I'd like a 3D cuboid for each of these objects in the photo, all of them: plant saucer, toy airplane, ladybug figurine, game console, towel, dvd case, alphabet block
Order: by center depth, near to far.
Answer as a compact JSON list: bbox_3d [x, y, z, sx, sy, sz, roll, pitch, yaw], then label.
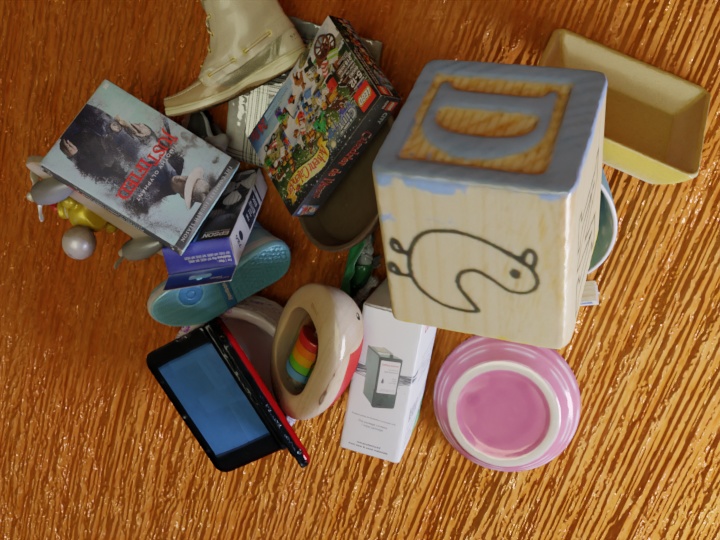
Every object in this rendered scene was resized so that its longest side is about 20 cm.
[{"bbox_3d":[0.136,-0.070,0.894,0.193,0.197,0.201,10,136,22],"label":"alphabet block"},{"bbox_3d":[0.284,-0.178,1.001,0.198,0.201,0.049,25,134,7],"label":"plant saucer"},{"bbox_3d":[-0.013,-0.121,1.088,0.199,0.029,0.203,-15,71,48],"label":"plant saucer"},{"bbox_3d":[-0.052,0.101,1.100,0.136,0.071,0.201,59,136,34],"label":"ladybug figurine"},{"bbox_3d":[-0.269,-0.129,1.100,0.199,0.147,0.022,33,155,-6],"label":"dvd case"},{"bbox_3d":[-0.173,0.176,1.134,0.118,0.172,0.201,-34,104,-9],"label":"game console"},{"bbox_3d":[-0.080,-0.222,1.156,0.190,0.035,0.202,15,108,11],"label":"towel"},{"bbox_3d":[-0.339,-0.076,1.179,0.198,0.199,0.142,28,77,-7],"label":"toy airplane"},{"bbox_3d":[0.193,0.183,1.192,0.198,0.051,0.203,4,107,14],"label":"plant saucer"}]

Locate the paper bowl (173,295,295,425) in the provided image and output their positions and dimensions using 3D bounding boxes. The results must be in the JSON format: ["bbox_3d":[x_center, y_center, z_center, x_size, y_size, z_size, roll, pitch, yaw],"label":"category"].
[{"bbox_3d":[-0.158,0.133,1.242,0.198,0.104,0.203,4,107,14],"label":"paper bowl"}]

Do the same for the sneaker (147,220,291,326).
[{"bbox_3d":[-0.204,-0.007,1.188,0.198,0.131,0.080,-24,131,-20],"label":"sneaker"}]

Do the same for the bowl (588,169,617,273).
[{"bbox_3d":[0.212,-0.092,1.058,0.199,0.105,0.202,15,137,15],"label":"bowl"}]

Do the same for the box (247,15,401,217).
[{"bbox_3d":[-0.049,-0.182,1.074,0.200,0.037,0.137,-50,58,33],"label":"box"}]

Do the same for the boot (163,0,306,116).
[{"bbox_3d":[-0.180,-0.290,1.106,0.198,0.072,0.156,-23,103,11],"label":"boot"}]

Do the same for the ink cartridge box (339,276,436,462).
[{"bbox_3d":[0.044,0.121,1.164,0.083,0.146,0.202,13,108,12],"label":"ink cartridge box"}]

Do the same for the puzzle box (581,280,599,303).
[{"bbox_3d":[0.195,0.035,1.106,0.197,0.133,0.026,-5,85,15],"label":"puzzle box"}]

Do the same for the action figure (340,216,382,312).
[{"bbox_3d":[0.000,0.000,1.174,0.054,0.118,0.202,10,117,-1],"label":"action figure"}]

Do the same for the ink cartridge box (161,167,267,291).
[{"bbox_3d":[-0.189,-0.057,1.147,0.098,0.201,0.039,-9,128,16],"label":"ink cartridge box"}]

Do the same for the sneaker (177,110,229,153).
[{"bbox_3d":[-0.252,-0.176,1.207,0.198,0.075,0.117,19,79,29],"label":"sneaker"}]
